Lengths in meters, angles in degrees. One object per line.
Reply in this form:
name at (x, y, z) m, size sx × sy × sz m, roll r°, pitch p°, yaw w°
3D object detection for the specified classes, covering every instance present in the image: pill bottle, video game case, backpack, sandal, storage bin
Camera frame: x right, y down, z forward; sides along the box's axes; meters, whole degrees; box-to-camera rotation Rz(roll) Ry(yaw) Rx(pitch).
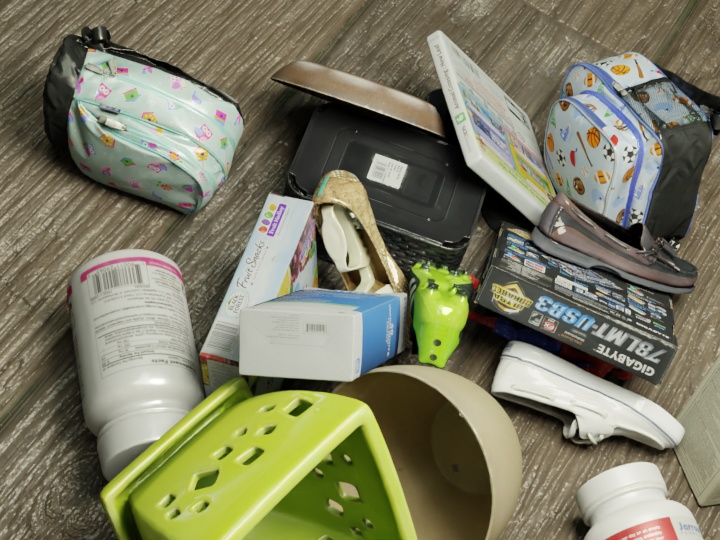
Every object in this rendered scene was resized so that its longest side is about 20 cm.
pill bottle at (0.270, 0.284, 1.345) m, size 0.112 × 0.113 × 0.201 m, roll -7°, pitch 58°, yaw -18°
video game case at (0.149, -0.142, 1.584) m, size 0.200 × 0.022 × 0.183 m, roll 35°, pitch 32°, yaw -47°
backpack at (0.286, -0.138, 1.610) m, size 0.153 × 0.201 × 0.191 m, roll -6°, pitch 44°, yaw -19°
pill bottle at (-0.206, 0.092, 1.365) m, size 0.113 × 0.114 × 0.201 m, roll -4°, pitch 57°, yaw -16°
sandal at (0.140, -0.133, 1.646) m, size 0.076 × 0.043 × 0.201 m, roll -19°, pitch 62°, yaw -24°
backpack at (-0.224, -0.148, 1.516) m, size 0.199 × 0.167 × 0.127 m, roll 21°, pitch 73°, yaw -2°
storage bin at (0.024, -0.075, 1.549) m, size 0.199 × 0.094 × 0.136 m, roll 20°, pitch 54°, yaw 0°

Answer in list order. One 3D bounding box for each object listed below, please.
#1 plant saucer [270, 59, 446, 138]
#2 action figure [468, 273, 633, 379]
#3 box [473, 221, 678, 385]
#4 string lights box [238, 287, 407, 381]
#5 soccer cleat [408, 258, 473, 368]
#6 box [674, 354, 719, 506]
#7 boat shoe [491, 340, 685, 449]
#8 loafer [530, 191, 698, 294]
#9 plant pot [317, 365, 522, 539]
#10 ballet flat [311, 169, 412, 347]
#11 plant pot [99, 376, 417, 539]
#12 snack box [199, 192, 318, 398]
plant saucer at (0.002, -0.187, 1.572) m, size 0.199 × 0.200 × 0.032 m, roll 20°, pitch 94°, yaw 1°
action figure at (0.192, 0.068, 1.517) m, size 0.199 × 0.052 × 0.066 m, roll 22°, pitch 59°, yaw -1°
box at (0.220, 0.027, 1.489) m, size 0.199 × 0.050 × 0.199 m, roll 24°, pitch 16°, yaw 2°
string lights box at (-0.029, 0.053, 1.317) m, size 0.102 × 0.200 × 0.059 m, roll 3°, pitch 95°, yaw 15°
soccer cleat at (0.072, 0.040, 1.412) m, size 0.067 × 0.082 × 0.200 m, roll 14°, pitch 10°, yaw 2°
box at (0.378, 0.137, 1.418) m, size 0.077 × 0.200 × 0.095 m, roll -7°, pitch 57°, yaw -18°
boat shoe at (0.224, 0.141, 1.469) m, size 0.199 × 0.074 × 0.066 m, roll 25°, pitch 75°, yaw 4°
loafer at (0.276, -0.027, 1.535) m, size 0.199 × 0.063 × 0.072 m, roll 16°, pitch 18°, yaw -21°
plant pot at (0.071, 0.175, 1.344) m, size 0.200 × 0.201 × 0.134 m, roll 48°, pitch 33°, yaw 20°
ballet flat at (0.000, 0.000, 1.455) m, size 0.201 × 0.070 × 0.065 m, roll 63°, pitch 36°, yaw -13°
plant pot at (-0.091, 0.218, 1.241) m, size 0.181 × 0.201 × 0.199 m, roll 16°, pitch 46°, yaw 41°
snack box at (-0.093, 0.048, 1.402) m, size 0.053 × 0.143 × 0.201 m, roll 14°, pitch 53°, yaw 9°
